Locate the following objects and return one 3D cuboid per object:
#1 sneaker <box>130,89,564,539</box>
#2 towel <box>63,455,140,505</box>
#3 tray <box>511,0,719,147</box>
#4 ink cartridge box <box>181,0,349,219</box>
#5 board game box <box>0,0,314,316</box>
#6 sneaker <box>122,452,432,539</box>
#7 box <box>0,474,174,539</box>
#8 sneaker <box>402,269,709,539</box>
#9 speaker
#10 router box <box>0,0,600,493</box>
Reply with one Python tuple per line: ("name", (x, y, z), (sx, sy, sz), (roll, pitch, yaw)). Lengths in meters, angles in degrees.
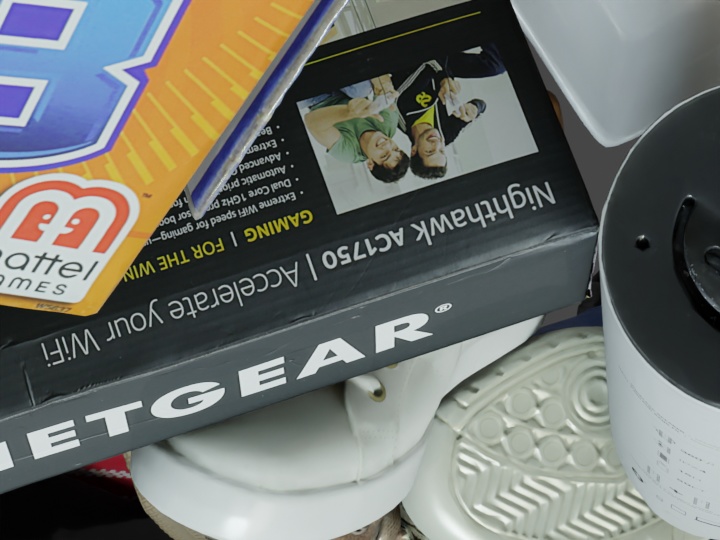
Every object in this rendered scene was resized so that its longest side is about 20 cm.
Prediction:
("sneaker", (0.000, 0.000, 0.781), (0.200, 0.073, 0.085), (-45, 150, -58))
("towel", (-0.078, 0.016, 0.883), (0.144, 0.023, 0.200), (7, 136, -37))
("tray", (0.124, -0.124, 0.792), (0.200, 0.022, 0.107), (-31, 121, 11))
("ink cartridge box", (0.002, -0.144, 0.572), (0.047, 0.200, 0.198), (7, 135, -36))
("board game box", (-0.112, -0.140, 0.518), (0.199, 0.200, 0.200), (9, 134, -36))
("sneaker", (-0.015, 0.062, 0.868), (0.075, 0.071, 0.200), (-11, 133, 11))
("box", (-0.136, 0.162, 0.934), (0.200, 0.118, 0.197), (-33, 147, 21))
("sneaker", (0.083, 0.040, 0.915), (0.200, 0.077, 0.111), (-21, -174, -25))
("speaker", (0.100, 0.017, 0.746), (0.081, 0.081, 0.200), (-23, 165, 0))
("router box", (-0.061, -0.036, 0.714), (0.200, 0.149, 0.051), (-18, 159, -6))
